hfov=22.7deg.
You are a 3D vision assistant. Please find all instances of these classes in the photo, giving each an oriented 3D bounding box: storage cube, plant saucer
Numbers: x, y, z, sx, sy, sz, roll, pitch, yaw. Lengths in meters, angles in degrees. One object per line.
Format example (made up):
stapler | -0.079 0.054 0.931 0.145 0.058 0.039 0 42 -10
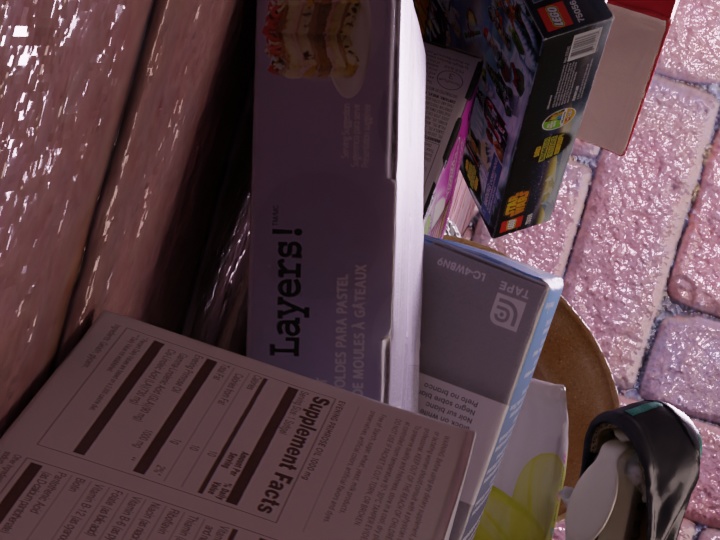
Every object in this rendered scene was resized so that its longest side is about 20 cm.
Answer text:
storage cube | 0.204 -0.248 1.658 0.201 0.169 0.181 102 8 -50
plant saucer | 0.060 0.070 1.062 0.036 0.199 0.201 -54 -170 47

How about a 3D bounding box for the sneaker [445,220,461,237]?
sneaker | 0.037 0.037 1.325 0.078 0.098 0.202 -68 148 -70

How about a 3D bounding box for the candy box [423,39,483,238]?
candy box | 0.000 0.000 0.873 0.137 0.060 0.201 100 10 -51

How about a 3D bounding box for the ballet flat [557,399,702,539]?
ballet flat | 0.120 0.162 0.906 0.073 0.072 0.202 7 97 -85

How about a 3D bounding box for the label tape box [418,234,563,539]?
label tape box | 0.027 0.088 0.794 0.143 0.066 0.202 -1 112 -81

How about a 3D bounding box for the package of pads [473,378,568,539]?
package of pads | 0.023 0.143 0.936 0.068 0.153 0.202 107 -5 -71

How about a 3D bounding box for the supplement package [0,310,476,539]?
supplement package | -0.057 0.142 0.456 0.156 0.110 0.202 -62 169 -64

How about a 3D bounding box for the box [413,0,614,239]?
box | 0.068 -0.123 0.917 0.200 0.040 0.138 96 -26 -63

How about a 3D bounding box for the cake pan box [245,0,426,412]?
cake pan box | -0.005 0.004 0.628 0.184 0.052 0.202 14 77 -83
